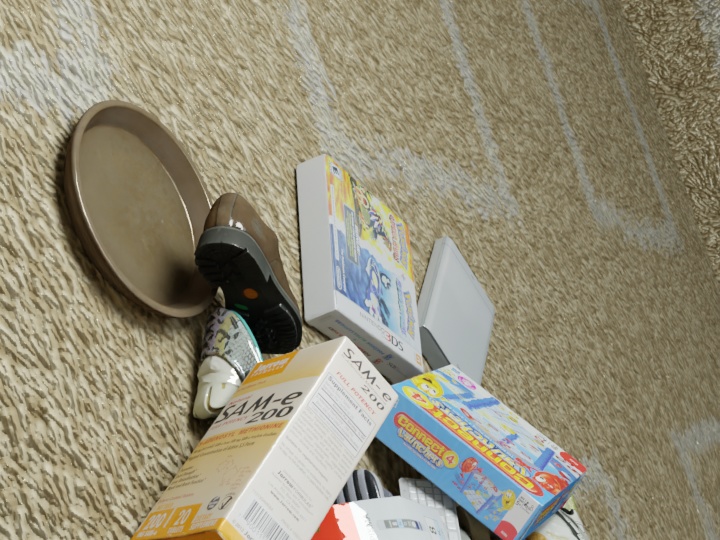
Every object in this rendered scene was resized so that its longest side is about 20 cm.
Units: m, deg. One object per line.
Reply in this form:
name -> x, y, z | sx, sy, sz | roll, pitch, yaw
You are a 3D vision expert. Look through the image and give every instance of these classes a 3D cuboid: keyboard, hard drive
keyboard -> 0.074, 0.281, 1.341 | 0.200, 0.056, 0.011 | -96, -171, -49
hard drive -> 0.118, 0.063, 1.711 | 0.132, 0.027, 0.200 | 57, 28, -23

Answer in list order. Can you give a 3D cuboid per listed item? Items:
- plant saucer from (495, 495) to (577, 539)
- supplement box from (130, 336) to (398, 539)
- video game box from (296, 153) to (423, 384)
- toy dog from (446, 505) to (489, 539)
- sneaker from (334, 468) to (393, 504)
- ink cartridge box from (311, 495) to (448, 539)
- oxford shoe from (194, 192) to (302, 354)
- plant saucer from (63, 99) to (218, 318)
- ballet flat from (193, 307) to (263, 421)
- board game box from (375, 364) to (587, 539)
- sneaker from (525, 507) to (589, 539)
plant saucer -> 0.215, 0.327, 1.672 | 0.200, 0.048, 0.200 | 21, 53, -57
supplement box -> -0.074, 0.153, 1.066 | 0.074, 0.126, 0.200 | 49, 50, -19
video game box -> 0.000, 0.000, 1.506 | 0.182, 0.047, 0.200 | 40, 37, -49
toy dog -> 0.103, 0.330, 1.370 | 0.200, 0.132, 0.096 | -95, -172, -49
sneaker -> 0.028, 0.290, 1.305 | 0.088, 0.074, 0.200 | 38, 38, -55
ink cartridge box -> 0.029, 0.266, 1.167 | 0.200, 0.047, 0.160 | 33, 32, -54
oxford shoe -> -0.090, 0.005, 1.233 | 0.200, 0.072, 0.085 | 77, 15, -52
plant saucer -> -0.189, -0.050, 1.188 | 0.200, 0.029, 0.200 | 44, 34, -40
ballet flat -> -0.104, 0.130, 1.176 | 0.072, 0.072, 0.201 | -8, 77, -64
board game box -> 0.127, 0.191, 1.465 | 0.200, 0.056, 0.196 | 37, 15, 16
sneaker -> 0.249, 0.322, 1.599 | 0.200, 0.076, 0.088 | 46, 34, -40
